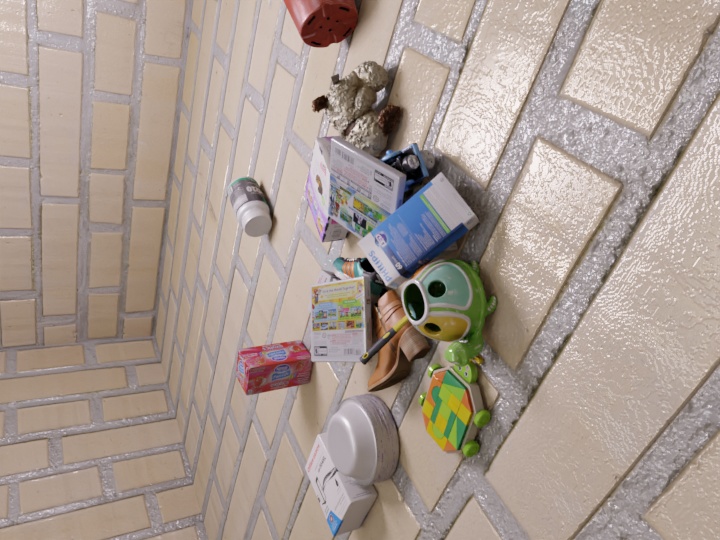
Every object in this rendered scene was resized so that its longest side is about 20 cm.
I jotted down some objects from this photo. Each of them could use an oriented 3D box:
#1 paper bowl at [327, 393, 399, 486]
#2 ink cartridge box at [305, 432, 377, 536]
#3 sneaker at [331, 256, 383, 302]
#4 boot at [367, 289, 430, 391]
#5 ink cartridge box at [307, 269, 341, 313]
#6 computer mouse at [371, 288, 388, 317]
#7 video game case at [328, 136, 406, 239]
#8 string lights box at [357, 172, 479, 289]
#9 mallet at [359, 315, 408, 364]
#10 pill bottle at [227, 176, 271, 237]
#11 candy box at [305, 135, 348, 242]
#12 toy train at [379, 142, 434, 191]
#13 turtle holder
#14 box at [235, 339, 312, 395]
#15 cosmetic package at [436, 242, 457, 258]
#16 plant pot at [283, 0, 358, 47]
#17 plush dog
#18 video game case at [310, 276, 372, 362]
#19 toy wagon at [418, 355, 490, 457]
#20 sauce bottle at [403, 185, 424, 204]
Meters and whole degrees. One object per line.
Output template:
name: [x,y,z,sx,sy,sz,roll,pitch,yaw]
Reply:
paper bowl: [-0.006,0.396,1.240,0.200,0.103,0.203,8,100,57]
ink cartridge box: [-0.055,0.530,1.342,0.200,0.084,0.147,53,134,42]
sneaker: [0.000,0.000,1.251,0.200,0.071,0.081,40,110,53]
boot: [0.052,0.155,1.146,0.201,0.076,0.156,-55,52,37]
ink cartridge box: [-0.066,0.073,1.329,0.200,0.067,0.117,31,104,56]
computer mouse: [0.026,0.127,1.247,0.059,0.034,0.201,-98,29,-54]
video game case: [0.006,-0.147,1.066,0.199,0.022,0.184,37,137,34]
string lights box: [0.104,-0.069,0.964,0.199,0.059,0.103,-39,71,13]
mallet: [0.070,0.107,1.069,0.199,0.041,0.066,-39,49,9]
pill bottle: [-0.370,-0.213,1.788,0.201,0.112,0.114,61,139,35]
candy box: [-0.071,-0.197,1.304,0.201,0.071,0.169,112,143,-54]
toy train: [0.067,-0.193,1.077,0.199,0.114,0.087,-21,94,56]
turtle holder: [0.147,0.072,0.945,0.140,0.131,0.188,-9,84,57]
box: [-0.248,0.277,1.532,0.100,0.198,0.096,42,128,49]
cosmetic package: [0.110,-0.053,1.076,0.199,0.050,0.084,-24,73,56]
plant pot: [-0.103,-0.664,1.276,0.200,0.199,0.197,-36,70,53]
plush dog: [-0.003,-0.332,1.182,0.172,0.160,0.200,51,141,7]
video game case: [-0.048,0.115,1.209,0.199,0.023,0.184,-10,79,48]
toy wagon: [0.176,0.240,0.995,0.155,0.039,0.202,42,126,49]
sauce bottle: [0.076,-0.115,1.118,0.200,0.064,0.066,-26,70,58]
